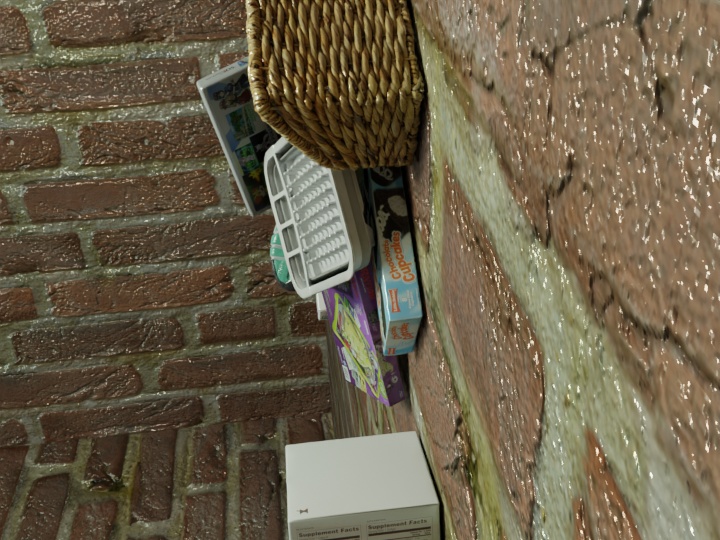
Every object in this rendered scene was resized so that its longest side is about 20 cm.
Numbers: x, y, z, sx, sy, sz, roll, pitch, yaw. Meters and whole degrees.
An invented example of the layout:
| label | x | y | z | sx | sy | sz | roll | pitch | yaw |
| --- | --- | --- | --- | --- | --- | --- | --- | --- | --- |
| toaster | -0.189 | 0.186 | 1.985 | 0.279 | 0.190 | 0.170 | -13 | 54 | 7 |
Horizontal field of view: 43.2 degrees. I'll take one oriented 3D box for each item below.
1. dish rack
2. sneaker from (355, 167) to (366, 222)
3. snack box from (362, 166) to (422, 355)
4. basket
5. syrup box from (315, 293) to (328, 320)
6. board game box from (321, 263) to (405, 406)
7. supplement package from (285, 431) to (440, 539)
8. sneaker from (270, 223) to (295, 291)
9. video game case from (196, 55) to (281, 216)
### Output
| label | x | y | z | sx | sy | sz | roll | pitch | yaw |
| --- | --- | --- | --- | --- | --- | --- | --- | --- | --- |
| dish rack | -0.043 | -0.066 | 0.969 | 0.200 | 0.043 | 0.174 | 158 | 99 | -68 |
| sneaker | -0.014 | -0.085 | 1.079 | 0.067 | 0.089 | 0.203 | -146 | 50 | -71 |
| snack box | 0.031 | -0.025 | 0.951 | 0.116 | 0.037 | 0.202 | 92 | 171 | -68 |
| basket | -0.030 | -0.193 | 0.843 | 0.143 | 0.147 | 0.202 | 94 | 169 | -63 |
| syrup box | -0.052 | -0.012 | 1.738 | 0.082 | 0.078 | 0.203 | 104 | 160 | -75 |
| board game box | -0.007 | 0.051 | 1.072 | 0.120 | 0.032 | 0.202 | 26 | 133 | 65 |
| supplement package | 0.003 | 0.301 | 0.959 | 0.152 | 0.149 | 0.203 | -107 | 12 | -72 |
| sneaker | -0.079 | -0.070 | 1.272 | 0.088 | 0.073 | 0.203 | 30 | -116 | -79 |
| video game case | -0.076 | -0.175 | 1.056 | 0.022 | 0.181 | 0.201 | 54 | 167 | 40 |
